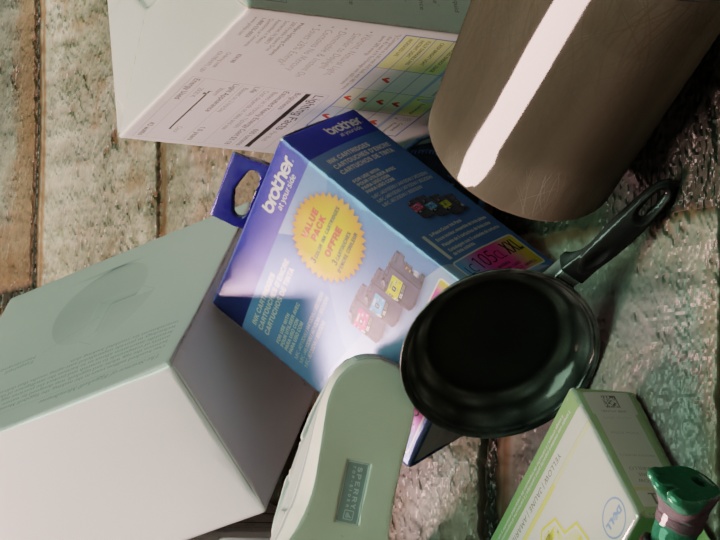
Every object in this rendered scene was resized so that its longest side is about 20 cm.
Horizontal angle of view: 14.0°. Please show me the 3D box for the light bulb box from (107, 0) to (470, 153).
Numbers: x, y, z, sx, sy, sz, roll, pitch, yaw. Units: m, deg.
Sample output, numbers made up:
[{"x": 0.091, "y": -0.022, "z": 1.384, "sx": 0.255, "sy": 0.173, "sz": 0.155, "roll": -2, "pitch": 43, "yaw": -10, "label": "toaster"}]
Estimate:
[{"x": -0.024, "y": -0.161, "z": 1.777, "sx": 0.198, "sy": 0.200, "sz": 0.125, "roll": -37, "pitch": 54, "yaw": 55, "label": "light bulb box"}]

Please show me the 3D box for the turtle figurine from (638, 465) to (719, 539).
[{"x": 0.144, "y": 0.204, "z": 1.492, "sx": 0.200, "sy": 0.150, "sz": 0.101, "roll": -62, "pitch": 1, "yaw": 20, "label": "turtle figurine"}]

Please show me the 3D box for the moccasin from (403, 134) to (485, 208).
[{"x": 0.008, "y": -0.032, "z": 1.842, "sx": 0.200, "sy": 0.068, "sz": 0.080, "roll": -29, "pitch": 62, "yaw": 58, "label": "moccasin"}]

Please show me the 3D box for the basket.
[{"x": 0.121, "y": -0.133, "z": 1.577, "sx": 0.180, "sy": 0.136, "sz": 0.200, "roll": -89, "pitch": 17, "yaw": -46, "label": "basket"}]

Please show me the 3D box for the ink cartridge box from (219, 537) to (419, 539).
[{"x": -0.035, "y": 0.283, "z": 1.809, "sx": 0.200, "sy": 0.147, "sz": 0.146, "roll": -64, "pitch": 35, "yaw": 35, "label": "ink cartridge box"}]

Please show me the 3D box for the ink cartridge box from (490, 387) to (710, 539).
[{"x": 0.140, "y": 0.183, "z": 1.597, "sx": 0.146, "sy": 0.048, "sz": 0.200, "roll": -65, "pitch": 32, "yaw": 34, "label": "ink cartridge box"}]

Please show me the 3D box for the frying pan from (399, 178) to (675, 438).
[{"x": 0.089, "y": 0.013, "z": 1.642, "sx": 0.031, "sy": 0.115, "sz": 0.190, "roll": -107, "pitch": 32, "yaw": -57, "label": "frying pan"}]

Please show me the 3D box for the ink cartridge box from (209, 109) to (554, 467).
[{"x": 0.000, "y": 0.000, "z": 1.760, "sx": 0.200, "sy": 0.076, "sz": 0.136, "roll": 40, "pitch": 126, "yaw": 23, "label": "ink cartridge box"}]

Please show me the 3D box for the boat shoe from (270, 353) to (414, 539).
[{"x": -0.020, "y": 0.144, "z": 1.696, "sx": 0.069, "sy": 0.072, "sz": 0.200, "roll": -163, "pitch": 83, "yaw": -83, "label": "boat shoe"}]

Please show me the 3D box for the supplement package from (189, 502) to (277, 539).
[{"x": -0.127, "y": 0.257, "z": 1.975, "sx": 0.111, "sy": 0.156, "sz": 0.200, "roll": 23, "pitch": 107, "yaw": 60, "label": "supplement package"}]

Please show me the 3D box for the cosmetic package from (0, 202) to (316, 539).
[{"x": -0.145, "y": 0.084, "z": 1.871, "sx": 0.199, "sy": 0.123, "sz": 0.200, "roll": -21, "pitch": 22, "yaw": 25, "label": "cosmetic package"}]
